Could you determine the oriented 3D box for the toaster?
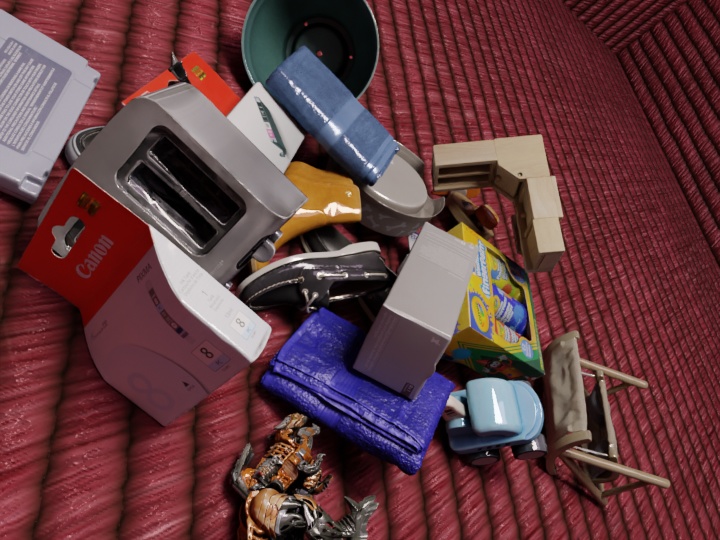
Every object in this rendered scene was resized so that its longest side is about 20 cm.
[{"bbox_3d":[-0.177,-0.064,0.558,0.200,0.181,0.119,44,17,-13],"label":"toaster"}]

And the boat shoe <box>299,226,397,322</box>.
[{"bbox_3d":[0.001,-0.002,0.809,0.201,0.063,0.074,46,44,-8],"label":"boat shoe"}]

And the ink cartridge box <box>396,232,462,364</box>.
[{"bbox_3d":[0.146,0.051,0.935,0.199,0.041,0.201,20,49,-37],"label":"ink cartridge box"}]

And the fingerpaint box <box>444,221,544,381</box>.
[{"bbox_3d":[0.191,0.053,0.887,0.166,0.073,0.201,32,42,-27],"label":"fingerpaint box"}]

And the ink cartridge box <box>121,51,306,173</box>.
[{"bbox_3d":[-0.157,-0.178,0.690,0.174,0.043,0.201,45,31,-20],"label":"ink cartridge box"}]

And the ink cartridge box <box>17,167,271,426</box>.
[{"bbox_3d":[-0.198,0.035,0.496,0.200,0.160,0.047,42,39,-15],"label":"ink cartridge box"}]

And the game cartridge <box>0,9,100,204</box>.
[{"bbox_3d":[-0.356,-0.171,0.583,0.133,0.041,0.201,32,44,-31],"label":"game cartridge"}]

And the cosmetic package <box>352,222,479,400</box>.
[{"bbox_3d":[0.071,0.041,0.692,0.090,0.107,0.200,28,34,6],"label":"cosmetic package"}]

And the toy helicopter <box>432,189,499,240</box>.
[{"bbox_3d":[0.214,-0.114,1.119,0.133,0.079,0.199,56,27,16],"label":"toy helicopter"}]

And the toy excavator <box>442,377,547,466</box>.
[{"bbox_3d":[0.136,0.184,0.768,0.200,0.193,0.101,53,28,-51],"label":"toy excavator"}]

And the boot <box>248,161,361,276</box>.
[{"bbox_3d":[-0.069,-0.069,0.738,0.143,0.071,0.202,5,47,-9],"label":"boot"}]

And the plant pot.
[{"bbox_3d":[-0.069,-0.337,0.897,0.200,0.200,0.134,47,12,-9],"label":"plant pot"}]

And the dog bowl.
[{"bbox_3d":[0.033,-0.135,0.908,0.199,0.059,0.201,23,38,-19],"label":"dog bowl"}]

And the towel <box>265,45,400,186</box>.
[{"bbox_3d":[-0.037,-0.208,0.805,0.200,0.048,0.112,45,40,-11],"label":"towel"}]

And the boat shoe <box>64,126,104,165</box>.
[{"bbox_3d":[-0.232,-0.143,0.672,0.199,0.056,0.069,-11,72,-49],"label":"boat shoe"}]

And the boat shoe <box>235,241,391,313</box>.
[{"bbox_3d":[-0.050,0.018,0.705,0.199,0.074,0.061,-14,67,-34],"label":"boat shoe"}]

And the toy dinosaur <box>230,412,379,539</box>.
[{"bbox_3d":[-0.070,0.239,0.560,0.135,0.102,0.201,28,62,-9],"label":"toy dinosaur"}]

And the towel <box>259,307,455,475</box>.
[{"bbox_3d":[0.004,0.126,0.669,0.199,0.050,0.148,29,40,7],"label":"towel"}]

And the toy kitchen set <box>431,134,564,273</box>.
[{"bbox_3d":[0.215,-0.084,0.958,0.179,0.163,0.202,-5,68,3],"label":"toy kitchen set"}]

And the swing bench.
[{"bbox_3d":[0.379,0.246,0.971,0.199,0.130,0.200,32,44,-18],"label":"swing bench"}]
